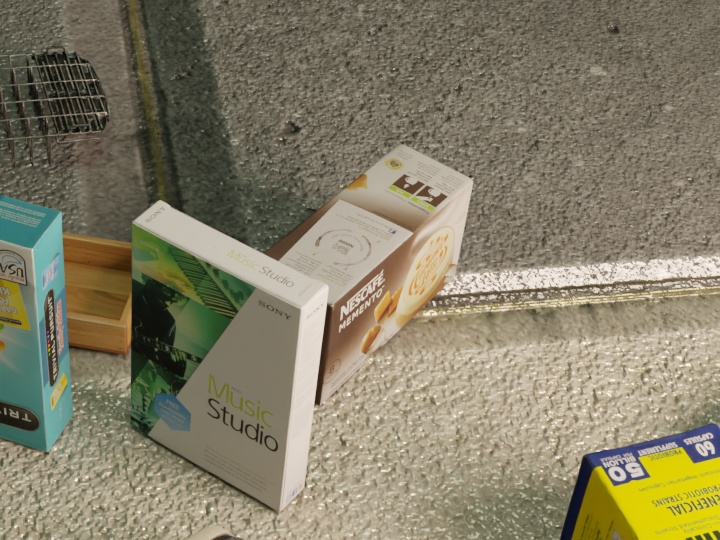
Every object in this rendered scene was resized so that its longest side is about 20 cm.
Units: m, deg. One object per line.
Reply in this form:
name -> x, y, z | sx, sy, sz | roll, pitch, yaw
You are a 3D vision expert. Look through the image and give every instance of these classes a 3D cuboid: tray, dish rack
tray -> -0.276, 0.009, 1.205 | 0.199, 0.037, 0.099 | 9, 42, 3
dish rack -> -0.336, -0.147, 1.362 | 0.199, 0.055, 0.154 | -8, 45, -18

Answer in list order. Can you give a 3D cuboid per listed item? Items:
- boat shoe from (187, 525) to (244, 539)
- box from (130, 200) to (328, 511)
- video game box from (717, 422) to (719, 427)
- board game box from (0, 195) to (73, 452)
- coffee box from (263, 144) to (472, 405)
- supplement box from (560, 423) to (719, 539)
boat shoe -> -0.129, 0.239, 0.940 | 0.062, 0.073, 0.200 | 25, 40, 25
box -> -0.098, 0.064, 1.043 | 0.144, 0.201, 0.036 | 26, 41, 21
video game box -> 0.365, 0.167, 1.107 | 0.182, 0.047, 0.200 | -28, 52, -36
board game box -> -0.287, 0.029, 1.056 | 0.150, 0.201, 0.047 | 15, 42, 10
coffee box -> 0.000, 0.000, 1.193 | 0.079, 0.115, 0.200 | 28, 45, 23
supplement box -> 0.230, 0.218, 0.982 | 0.108, 0.110, 0.200 | -11, 45, -19
